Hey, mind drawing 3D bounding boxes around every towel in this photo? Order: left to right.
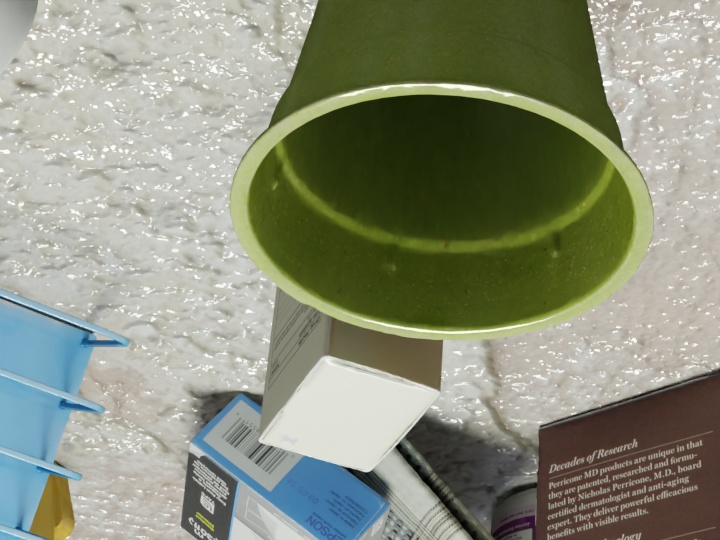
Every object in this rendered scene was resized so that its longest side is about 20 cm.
[{"bbox_3d":[0.033,0.214,1.403,0.200,0.034,0.193,47,145,13],"label":"towel"}]

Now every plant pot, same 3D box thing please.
[{"bbox_3d":[0.045,-0.098,0.926,0.199,0.191,0.201,4,144,3],"label":"plant pot"}]

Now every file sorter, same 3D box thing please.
[{"bbox_3d":[-0.254,0.114,1.227,0.138,0.201,0.123,23,169,-23],"label":"file sorter"}]

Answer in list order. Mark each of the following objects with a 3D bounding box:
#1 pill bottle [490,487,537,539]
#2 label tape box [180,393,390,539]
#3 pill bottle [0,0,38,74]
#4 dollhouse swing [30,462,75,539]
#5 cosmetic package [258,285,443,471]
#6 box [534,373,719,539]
[{"bbox_3d":[0.153,0.278,1.432,0.112,0.201,0.113,4,145,2],"label":"pill bottle"},{"bbox_3d":[-0.063,0.203,1.420,0.144,0.063,0.200,35,147,16],"label":"label tape box"},{"bbox_3d":[-0.262,-0.173,0.925,0.113,0.114,0.200,-19,139,30],"label":"pill bottle"},{"bbox_3d":[-0.335,0.193,1.401,0.181,0.177,0.200,-18,140,29],"label":"dollhouse swing"},{"bbox_3d":[0.000,0.000,1.060,0.071,0.201,0.105,17,144,-17],"label":"cosmetic package"},{"bbox_3d":[0.234,0.213,1.331,0.164,0.201,0.166,-22,136,33],"label":"box"}]
